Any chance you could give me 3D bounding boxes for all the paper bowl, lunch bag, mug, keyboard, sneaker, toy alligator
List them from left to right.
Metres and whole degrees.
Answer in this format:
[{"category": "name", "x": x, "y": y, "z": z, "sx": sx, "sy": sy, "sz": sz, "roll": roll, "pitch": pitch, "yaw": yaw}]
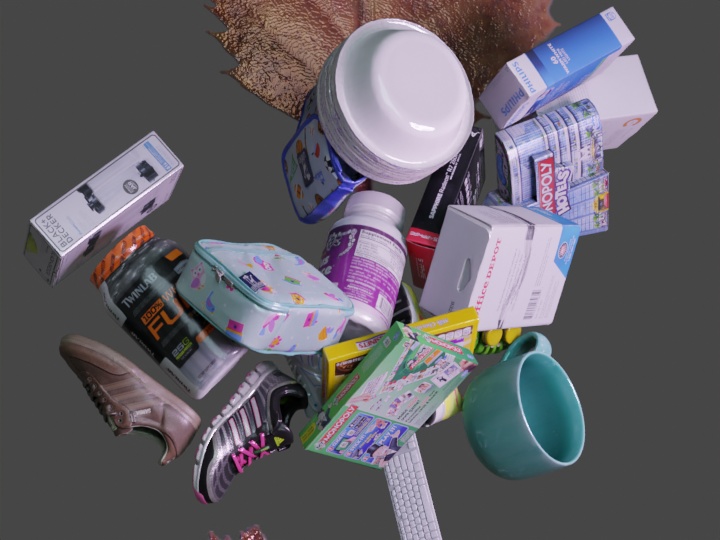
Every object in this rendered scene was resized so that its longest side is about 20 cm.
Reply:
[{"category": "sneaker", "x": -0.288, "y": 0.155, "z": 1.490, "sx": 0.199, "sy": 0.070, "sz": 0.076, "roll": 34, "pitch": 64, "yaw": -4}, {"category": "sneaker", "x": -0.129, "y": 0.203, "z": 1.513, "sx": 0.087, "sy": 0.074, "sz": 0.201, "roll": 18, "pitch": 56, "yaw": 24}, {"category": "lunch bag", "x": -0.114, "y": 0.026, "z": 1.465, "sx": 0.160, "sy": 0.078, "sz": 0.199, "roll": 41, "pitch": 19, "yaw": 31}, {"category": "sneaker", "x": -0.058, "y": 0.140, "z": 1.580, "sx": 0.199, "sy": 0.075, "sz": 0.087, "roll": 36, "pitch": 77, "yaw": 1}, {"category": "lunch bag", "x": -0.026, "y": -0.175, "z": 1.648, "sx": 0.123, "sy": 0.170, "sz": 0.202, "roll": 21, "pitch": 67, "yaw": -16}, {"category": "paper bowl", "x": 0.052, "y": -0.217, "z": 1.546, "sx": 0.198, "sy": 0.104, "sz": 0.203, "roll": 8, "pitch": 72, "yaw": -27}, {"category": "keyboard", "x": 0.059, "y": 0.268, "z": 1.585, "sx": 0.011, "sy": 0.056, "sz": 0.202, "roll": 7, "pitch": 64, "yaw": -54}, {"category": "sneaker", "x": 0.081, "y": 0.110, "z": 1.645, "sx": 0.090, "sy": 0.078, "sz": 0.202, "roll": 1, "pitch": 65, "yaw": -42}, {"category": "toy alligator", "x": 0.152, "y": 0.089, "z": 1.665, "sx": 0.198, "sy": 0.059, "sz": 0.055, "roll": -3, "pitch": 111, "yaw": -42}, {"category": "mug", "x": 0.210, "y": 0.188, "z": 1.624, "sx": 0.153, "sy": 0.114, "sz": 0.185, "roll": 59, "pitch": 35, "yaw": -7}]

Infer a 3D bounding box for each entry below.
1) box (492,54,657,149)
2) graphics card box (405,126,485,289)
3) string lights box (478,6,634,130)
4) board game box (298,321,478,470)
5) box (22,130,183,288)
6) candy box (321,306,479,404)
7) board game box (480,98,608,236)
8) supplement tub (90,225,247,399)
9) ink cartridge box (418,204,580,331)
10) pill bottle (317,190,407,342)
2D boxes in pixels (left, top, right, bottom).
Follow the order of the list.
[{"category": "box", "x": 0.310, "y": -0.237, "z": 1.816, "sx": 0.198, "sy": 0.124, "sz": 0.099, "roll": -9, "pitch": 74, "yaw": -22}, {"category": "graphics card box", "x": 0.119, "y": -0.085, "z": 1.690, "sx": 0.050, "sy": 0.126, "sz": 0.202, "roll": 15, "pitch": 64, "yaw": 17}, {"category": "string lights box", "x": 0.267, "y": -0.275, "z": 1.688, "sx": 0.199, "sy": 0.103, "sz": 0.059, "roll": -30, "pitch": 82, "yaw": -25}, {"category": "board game box", "x": 0.034, "y": 0.158, "z": 1.520, "sx": 0.134, "sy": 0.200, "sz": 0.029, "roll": 23, "pitch": 27, "yaw": -39}, {"category": "box", "x": -0.320, "y": -0.075, "z": 1.537, "sx": 0.060, "sy": 0.117, "sz": 0.200, "roll": 47, "pitch": 64, "yaw": 2}, {"category": "candy box", "x": 0.048, "y": 0.107, "z": 1.527, "sx": 0.198, "sy": 0.103, "sz": 0.027, "roll": -15, "pitch": 55, "yaw": -14}, {"category": "board game box", "x": 0.248, "y": -0.113, "z": 1.734, "sx": 0.198, "sy": 0.202, "sz": 0.062, "roll": -23, "pitch": 42, "yaw": -14}, {"category": "supplement tub", "x": -0.229, "y": 0.049, "z": 1.521, "sx": 0.200, "sy": 0.123, "sz": 0.123, "roll": 44, "pitch": 63, "yaw": 1}, {"category": "ink cartridge box", "x": 0.185, "y": -0.005, "z": 1.632, "sx": 0.199, "sy": 0.083, "sz": 0.147, "roll": -2, "pitch": 114, "yaw": -46}, {"category": "pill bottle", "x": 0.000, "y": 0.000, "z": 1.622, "sx": 0.111, "sy": 0.112, "sz": 0.202, "roll": 21, "pitch": 58, "yaw": -11}]
